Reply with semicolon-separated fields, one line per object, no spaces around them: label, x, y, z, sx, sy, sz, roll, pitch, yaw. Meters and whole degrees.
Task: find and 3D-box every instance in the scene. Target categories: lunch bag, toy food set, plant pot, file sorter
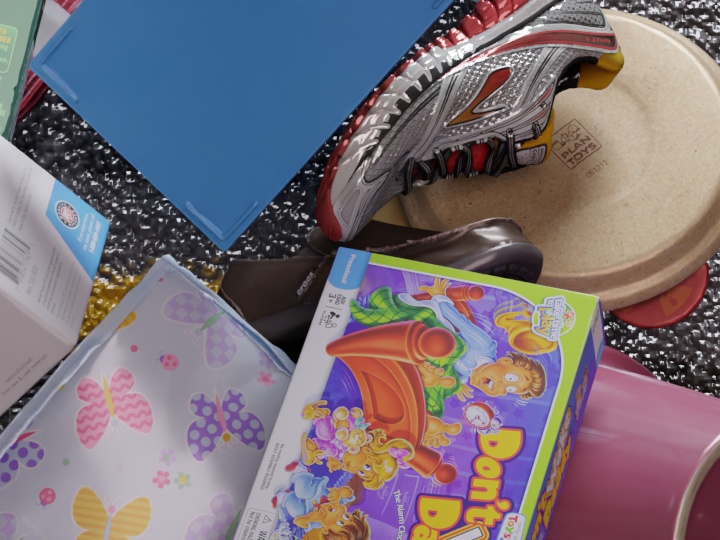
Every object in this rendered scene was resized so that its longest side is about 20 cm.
lunch bag;-0.103;0.118;1.491;0.169;0.127;0.200;40;90;0
toy food set;0.115;-0.054;1.559;0.198;0.049;0.200;30;67;22
plant pot;0.136;0.134;1.454;0.200;0.179;0.201;1;89;-41
file sorter;-0.042;-0.138;1.499;0.139;0.123;0.200;43;108;1

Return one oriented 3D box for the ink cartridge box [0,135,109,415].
ink cartridge box;-0.229;-0.034;1.460;0.200;0.115;0.068;39;119;-19

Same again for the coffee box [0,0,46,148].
coffee box;-0.221;-0.167;1.539;0.123;0.044;0.201;12;81;-3

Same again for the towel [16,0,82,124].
towel;-0.196;-0.174;1.574;0.144;0.023;0.200;42;79;1

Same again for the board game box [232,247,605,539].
board game box;0.026;0.094;1.375;0.134;0.045;0.200;10;60;16

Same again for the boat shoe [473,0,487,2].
boat shoe;0.003;-0.179;1.581;0.200;0.071;0.069;29;84;3

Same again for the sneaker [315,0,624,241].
sneaker;0.057;-0.080;1.493;0.200;0.078;0.082;-40;83;-19

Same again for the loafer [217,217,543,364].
loafer;0.000;0.000;1.510;0.199;0.073;0.071;-15;69;27
